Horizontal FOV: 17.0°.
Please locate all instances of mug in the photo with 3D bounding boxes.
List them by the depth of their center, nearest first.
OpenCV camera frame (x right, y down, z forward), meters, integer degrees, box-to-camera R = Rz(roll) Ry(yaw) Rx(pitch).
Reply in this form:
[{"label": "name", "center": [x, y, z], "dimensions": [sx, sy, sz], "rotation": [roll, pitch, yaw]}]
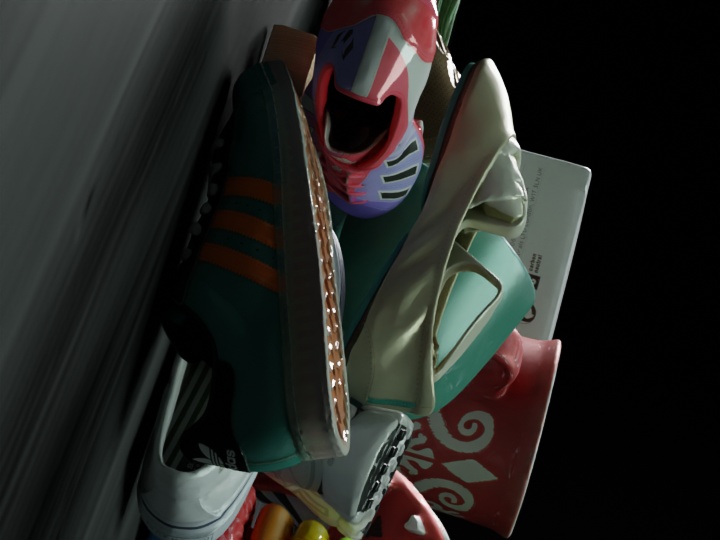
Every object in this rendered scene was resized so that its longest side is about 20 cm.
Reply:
[{"label": "mug", "center": [-0.002, 0.001, 1.365], "dimensions": [0.115, 0.185, 0.152], "rotation": [-49, -150, -13]}, {"label": "mug", "center": [0.025, 0.068, 1.594], "dimensions": [0.134, 0.199, 0.178], "rotation": [-69, 173, -59]}]

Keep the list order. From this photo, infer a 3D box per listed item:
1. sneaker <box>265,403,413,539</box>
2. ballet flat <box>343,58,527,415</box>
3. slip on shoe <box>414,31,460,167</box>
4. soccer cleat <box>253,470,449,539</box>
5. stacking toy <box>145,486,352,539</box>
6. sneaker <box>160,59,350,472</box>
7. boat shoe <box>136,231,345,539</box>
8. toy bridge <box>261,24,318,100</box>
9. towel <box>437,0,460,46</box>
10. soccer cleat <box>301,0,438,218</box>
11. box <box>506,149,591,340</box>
[{"label": "sneaker", "center": [-0.018, 0.096, 1.310], "dimensions": [0.200, 0.081, 0.076], "rotation": [83, 31, -78]}, {"label": "ballet flat", "center": [0.051, -0.015, 1.252], "dimensions": [0.070, 0.069, 0.201], "rotation": [97, 16, -72]}, {"label": "slip on shoe", "center": [0.023, -0.125, 1.442], "dimensions": [0.201, 0.075, 0.061], "rotation": [-103, -175, -51]}, {"label": "soccer cleat", "center": [-0.008, 0.140, 1.460], "dimensions": [0.085, 0.199, 0.069], "rotation": [26, 91, -51]}, {"label": "stacking toy", "center": [-0.019, 0.179, 1.285], "dimensions": [0.110, 0.199, 0.117], "rotation": [-65, 171, -72]}, {"label": "sneaker", "center": [-0.053, -0.005, 1.082], "dimensions": [0.071, 0.079, 0.201], "rotation": [70, 13, -60]}, {"label": "boat shoe", "center": [-0.052, 0.039, 1.175], "dimensions": [0.067, 0.073, 0.201], "rotation": [102, 4, -56]}, {"label": "toy bridge", "center": [-0.037, -0.082, 1.301], "dimensions": [0.200, 0.027, 0.068], "rotation": [70, 37, -85]}, {"label": "towel", "center": [0.012, -0.111, 1.595], "dimensions": [0.200, 0.023, 0.153], "rotation": [-36, -147, 63]}, {"label": "soccer cleat", "center": [-0.002, -0.069, 1.159], "dimensions": [0.200, 0.066, 0.077], "rotation": [104, 7, -62]}, {"label": "box", "center": [0.050, 0.011, 1.785], "dimensions": [0.131, 0.199, 0.200], "rotation": [96, 9, -69]}]
